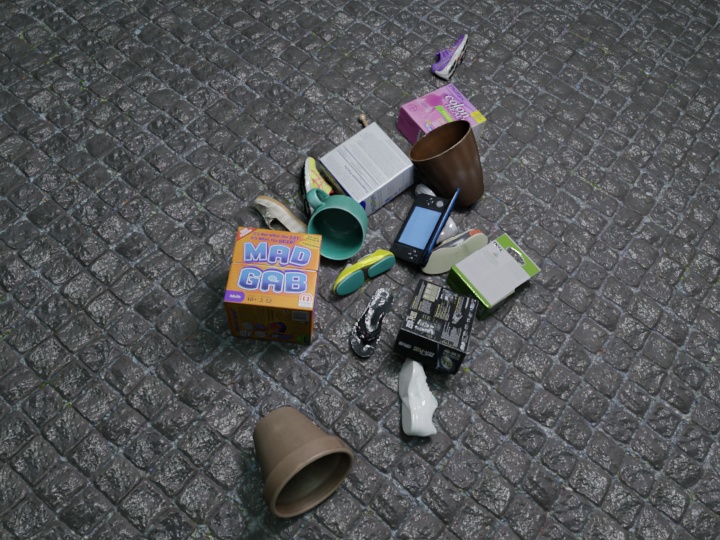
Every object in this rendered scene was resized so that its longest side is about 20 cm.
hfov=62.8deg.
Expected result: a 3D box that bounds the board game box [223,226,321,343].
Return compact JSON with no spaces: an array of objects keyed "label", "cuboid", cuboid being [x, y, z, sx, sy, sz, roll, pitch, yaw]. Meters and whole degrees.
[{"label":"board game box","cuboid":[-0.205,0.040,1.426,0.199,0.200,0.200,6,61,-3]}]

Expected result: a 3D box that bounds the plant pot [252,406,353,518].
[{"label":"plant pot","cuboid":[-0.142,0.390,1.260,0.200,0.201,0.175,-28,51,-19]}]

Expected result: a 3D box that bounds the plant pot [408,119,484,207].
[{"label":"plant pot","cuboid":[0.262,-0.283,1.650,0.187,0.200,0.187,-26,30,16]}]

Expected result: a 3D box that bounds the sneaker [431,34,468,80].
[{"label":"sneaker","cuboid":[0.300,-0.727,1.976,0.083,0.081,0.200,26,62,15]}]

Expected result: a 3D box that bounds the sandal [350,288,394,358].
[{"label":"sandal","cuboid":[0.028,0.125,1.489,0.075,0.048,0.201,20,60,5]}]

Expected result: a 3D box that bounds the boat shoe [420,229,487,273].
[{"label":"boat shoe","cuboid":[0.247,-0.054,1.603,0.200,0.071,0.063,-27,29,-5]}]

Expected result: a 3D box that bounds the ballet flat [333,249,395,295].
[{"label":"ballet flat","cuboid":[0.000,0.000,1.555,0.200,0.067,0.067,-29,46,-23]}]

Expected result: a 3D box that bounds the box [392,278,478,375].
[{"label":"box","cuboid":[0.186,0.134,1.443,0.163,0.086,0.200,20,40,5]}]

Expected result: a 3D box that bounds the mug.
[{"label":"mug","cuboid":[-0.057,-0.135,1.548,0.151,0.186,0.115,3,30,7]}]

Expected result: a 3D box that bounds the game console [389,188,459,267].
[{"label":"game console","cuboid":[0.163,-0.123,1.538,0.170,0.118,0.200,20,78,35]}]

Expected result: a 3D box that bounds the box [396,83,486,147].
[{"label":"box","cuboid":[0.246,-0.449,1.803,0.200,0.097,0.176,-28,67,-20]}]

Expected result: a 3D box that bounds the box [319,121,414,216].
[{"label":"box","cuboid":[0.020,-0.279,1.660,0.200,0.105,0.184,-36,69,-10]}]

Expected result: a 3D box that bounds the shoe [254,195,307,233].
[{"label":"shoe","cuboid":[-0.215,-0.133,1.595,0.200,0.070,0.053,36,55,11]}]

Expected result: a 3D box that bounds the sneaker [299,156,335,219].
[{"label":"sneaker","cuboid":[-0.119,-0.231,1.665,0.090,0.078,0.201,-3,67,-17]}]

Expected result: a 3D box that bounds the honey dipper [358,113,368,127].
[{"label":"honey dipper","cuboid":[0.037,-0.400,1.789,0.038,0.038,0.200,-19,64,-15]}]

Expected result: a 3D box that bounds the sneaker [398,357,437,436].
[{"label":"sneaker","cuboid":[0.144,0.296,1.403,0.088,0.075,0.201,12,59,-19]}]

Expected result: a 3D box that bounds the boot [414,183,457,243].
[{"label":"boot","cuboid":[0.180,-0.155,1.649,0.095,0.074,0.200,-28,56,-6]}]

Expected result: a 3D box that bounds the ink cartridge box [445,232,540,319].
[{"label":"ink cartridge box","cuboid":[0.353,0.014,1.569,0.200,0.076,0.148,-31,68,-22]}]
